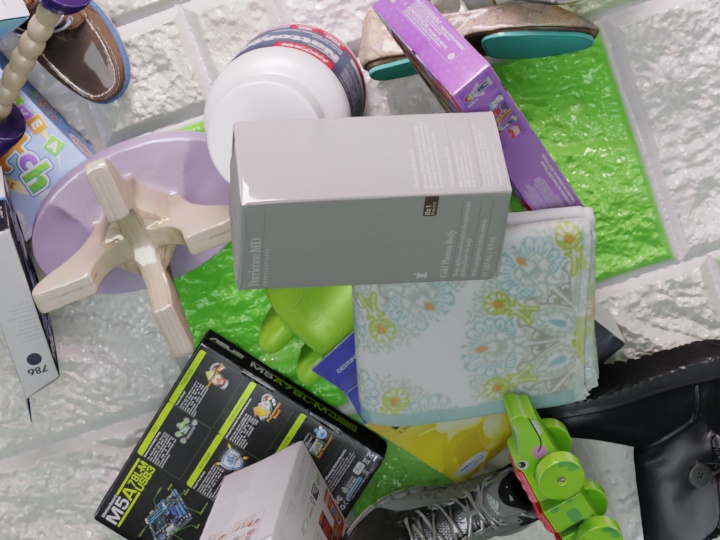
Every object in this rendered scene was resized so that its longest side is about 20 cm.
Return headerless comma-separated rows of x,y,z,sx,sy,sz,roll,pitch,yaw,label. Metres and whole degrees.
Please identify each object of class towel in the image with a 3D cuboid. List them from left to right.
0.093,0.036,1.587,0.198,0.048,0.172,-8,121,-7,towel

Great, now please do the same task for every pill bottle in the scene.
-0.062,-0.125,1.605,0.118,0.200,0.121,1,106,5,pill bottle

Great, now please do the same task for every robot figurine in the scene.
0.000,0.000,1.677,0.175,0.116,0.200,39,105,-7,robot figurine

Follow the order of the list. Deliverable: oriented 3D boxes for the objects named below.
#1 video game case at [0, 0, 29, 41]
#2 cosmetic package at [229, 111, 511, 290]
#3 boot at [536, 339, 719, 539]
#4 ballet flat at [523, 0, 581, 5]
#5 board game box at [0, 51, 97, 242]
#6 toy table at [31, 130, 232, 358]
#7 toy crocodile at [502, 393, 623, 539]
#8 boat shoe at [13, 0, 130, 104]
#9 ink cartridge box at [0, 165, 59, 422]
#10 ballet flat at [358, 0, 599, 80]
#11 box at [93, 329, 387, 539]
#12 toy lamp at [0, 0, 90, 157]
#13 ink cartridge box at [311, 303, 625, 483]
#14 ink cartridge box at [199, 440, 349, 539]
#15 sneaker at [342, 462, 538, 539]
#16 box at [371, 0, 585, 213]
-0.370,-0.238,1.618,0.199,0.045,0.182,-30,84,42,video game case
0.003,-0.051,1.473,0.198,0.091,0.107,-6,143,-8,cosmetic package
0.241,0.161,1.694,0.198,0.076,0.170,-13,105,-18,boot
0.114,-0.253,1.595,0.199,0.072,0.073,27,109,29,ballet flat
-0.341,-0.078,1.732,0.200,0.037,0.151,-42,97,14,board game box
-0.180,-0.030,1.668,0.199,0.117,0.184,-32,114,8,toy table
0.161,0.182,1.625,0.061,0.068,0.201,-28,122,7,toy crocodile
-0.270,-0.217,1.667,0.072,0.072,0.200,-38,99,14,boat shoe
-0.290,0.021,1.693,0.039,0.100,0.201,-14,128,-6,ink cartridge box
0.094,-0.205,1.642,0.198,0.068,0.068,-7,77,6,ballet flat
-0.107,0.186,1.777,0.192,0.048,0.201,32,107,-1,box
-0.278,-0.161,1.627,0.058,0.058,0.200,33,130,-4,toy lamp
0.094,0.073,1.671,0.197,0.047,0.200,-41,137,15,ink cartridge box
-0.054,0.267,1.666,0.083,0.200,0.177,-26,102,12,ink cartridge box
0.083,0.200,1.673,0.199,0.115,0.076,-20,81,-24,sneaker
0.096,-0.124,1.575,0.039,0.137,0.200,-38,136,2,box
